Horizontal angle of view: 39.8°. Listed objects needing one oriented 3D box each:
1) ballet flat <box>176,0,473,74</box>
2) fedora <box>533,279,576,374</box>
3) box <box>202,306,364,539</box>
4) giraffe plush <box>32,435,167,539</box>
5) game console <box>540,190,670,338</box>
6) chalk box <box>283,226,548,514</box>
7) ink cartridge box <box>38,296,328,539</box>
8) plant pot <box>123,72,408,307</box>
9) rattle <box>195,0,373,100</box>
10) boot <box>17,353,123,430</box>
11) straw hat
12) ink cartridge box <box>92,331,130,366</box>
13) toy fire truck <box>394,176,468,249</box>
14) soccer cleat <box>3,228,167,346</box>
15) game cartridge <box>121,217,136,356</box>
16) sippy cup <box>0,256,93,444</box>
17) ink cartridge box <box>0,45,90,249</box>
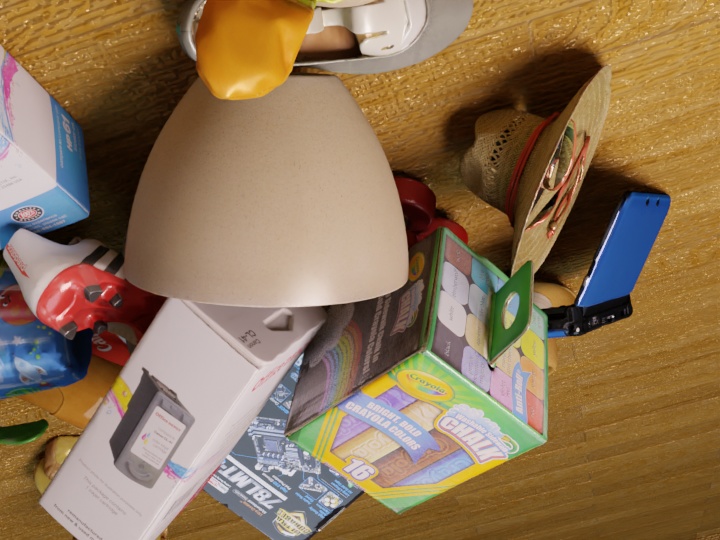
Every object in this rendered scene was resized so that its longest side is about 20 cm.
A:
[{"bbox_3d":[-0.019,-0.156,0.633,0.196,0.069,0.064,-6,-164,-5],"label":"ballet flat"},{"bbox_3d":[0.164,0.085,1.125,0.196,0.083,0.202,-9,150,-5],"label":"fedora"},{"bbox_3d":[-0.061,0.128,0.870,0.198,0.050,0.200,-42,115,14],"label":"box"},{"bbox_3d":[-0.308,0.306,1.256,0.196,0.165,0.173,-10,151,-2],"label":"giraffe plush"},{"bbox_3d":[0.199,-0.003,0.943,0.168,0.121,0.199,-7,179,29],"label":"game console"},{"bbox_3d":[0.059,0.067,0.725,0.123,0.126,0.199,38,131,-23],"label":"chalk box"},{"bbox_3d":[-0.126,0.098,0.729,0.201,0.085,0.147,-55,174,19],"label":"ink cartridge box"},{"bbox_3d":[-0.061,-0.066,0.679,0.196,0.137,0.200,3,-168,-1],"label":"plant pot"},{"bbox_3d":[0.000,-0.194,0.501,0.197,0.143,0.132,-20,110,30],"label":"rattle"},{"bbox_3d":[-0.285,0.101,0.949,0.197,0.072,0.144,15,160,-4],"label":"boot"},{"bbox_3d":[0.125,-0.085,0.793,0.084,0.203,0.202,25,157,17],"label":"straw hat"},{"bbox_3d":[-0.221,0.074,0.998,0.196,0.048,0.161,-17,151,5],"label":"ink cartridge box"},{"bbox_3d":[0.000,0.000,0.905,0.165,0.114,0.200,-4,156,27],"label":"toy fire truck"},{"bbox_3d":[-0.182,0.014,0.739,0.069,0.085,0.199,-51,159,8],"label":"soccer cleat"},{"bbox_3d":[-0.129,-0.009,0.819,0.131,0.041,0.203,5,123,-22],"label":"game cartridge"},{"bbox_3d":[-0.291,0.047,0.813,0.127,0.142,0.179,-2,145,-2],"label":"sippy cup"},{"bbox_3d":[-0.288,-0.092,0.640,0.142,0.086,0.200,-18,152,10],"label":"ink cartridge box"}]
